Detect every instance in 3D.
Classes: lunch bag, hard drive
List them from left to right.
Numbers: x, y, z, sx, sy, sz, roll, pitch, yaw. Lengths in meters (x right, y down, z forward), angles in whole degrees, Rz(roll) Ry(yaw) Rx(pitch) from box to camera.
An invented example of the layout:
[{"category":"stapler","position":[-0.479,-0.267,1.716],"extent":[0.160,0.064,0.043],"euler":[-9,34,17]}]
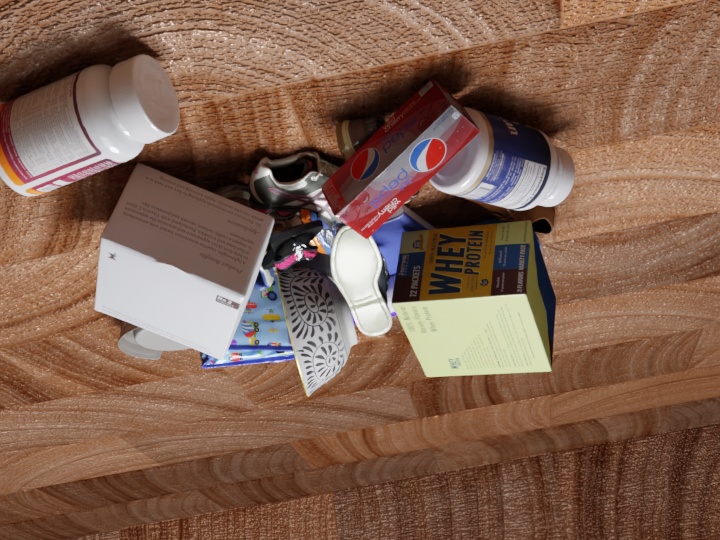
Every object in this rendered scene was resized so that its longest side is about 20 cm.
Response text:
[{"category":"lunch bag","position":[-0.154,0.063,1.908],"extent":[0.198,0.152,0.094],"euler":[-2,158,-17]},{"category":"hard drive","position":[0.050,-0.045,1.890],"extent":[0.131,0.026,0.200],"euler":[-18,157,23]}]

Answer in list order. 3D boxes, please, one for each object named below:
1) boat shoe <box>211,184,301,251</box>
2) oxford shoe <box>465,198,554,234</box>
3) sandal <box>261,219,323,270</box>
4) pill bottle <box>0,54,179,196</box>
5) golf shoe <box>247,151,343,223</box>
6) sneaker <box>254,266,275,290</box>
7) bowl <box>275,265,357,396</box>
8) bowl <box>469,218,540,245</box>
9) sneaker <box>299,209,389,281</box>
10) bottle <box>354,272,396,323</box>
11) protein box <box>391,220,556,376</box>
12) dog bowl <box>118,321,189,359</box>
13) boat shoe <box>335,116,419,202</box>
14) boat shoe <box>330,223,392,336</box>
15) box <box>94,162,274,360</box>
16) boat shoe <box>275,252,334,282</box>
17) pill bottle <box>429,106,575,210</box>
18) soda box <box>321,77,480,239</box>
[{"category":"boat shoe","position":[-0.140,-0.058,1.718],"extent":[0.075,0.073,0.199],"euler":[-23,154,32]},{"category":"oxford shoe","position":[0.219,-0.097,1.770],"extent":[0.198,0.072,0.071],"euler":[12,152,-39]},{"category":"sandal","position":[-0.090,-0.024,1.654],"extent":[0.074,0.046,0.200],"euler":[-16,169,-17]},{"category":"pill bottle","position":[-0.306,-0.162,1.344],"extent":[0.198,0.111,0.109],"euler":[-18,157,21]},{"category":"golf shoe","position":[-0.051,-0.114,1.619],"extent":[0.197,0.078,0.088],"euler":[-5,149,-14]},{"category":"sneaker","position":[-0.207,-0.021,1.763],"extent":[0.198,0.089,0.075],"euler":[8,155,-30]},{"category":"bowl","position":[-0.058,0.076,1.788],"extent":[0.093,0.203,0.201],"euler":[-13,159,-1]},{"category":"bowl","position":[0.191,-0.018,1.948],"extent":[0.198,0.040,0.201],"euler":[-17,154,-9]},{"category":"sneaker","position":[-0.009,-0.035,1.776],"extent":[0.078,0.076,0.200],"euler":[-22,138,23]},{"category":"bottle","position":[0.022,0.046,2.027],"extent":[0.198,0.084,0.066],"euler":[-18,125,23]},{"category":"protein box","position":[0.174,0.046,1.812],"extent":[0.198,0.136,0.199],"euler":[-5,141,19]},{"category":"dog bowl","position":[-0.309,0.090,2.042],"extent":[0.197,0.059,0.200],"euler":[-8,159,-3]},{"category":"boat shoe","position":[0.037,-0.141,1.583],"extent":[0.064,0.074,0.200],"euler":[-13,159,24]},{"category":"boat shoe","position":[0.002,0.000,1.718],"extent":[0.074,0.066,0.201],"euler":[-17,128,8]},{"category":"box","position":[-0.237,-0.008,1.612],"extent":[0.197,0.132,0.200],"euler":[22,148,-3]},{"category":"boat shoe","position":[-0.062,-0.001,1.900],"extent":[0.059,0.073,0.199],"euler":[-19,153,40]},{"category":"pill bottle","position":[0.188,-0.141,1.591],"extent":[0.199,0.112,0.111],"euler":[10,152,-40]},{"category":"soda box","position":[0.047,-0.136,1.495],"extent":[0.200,0.064,0.070],"euler":[-43,135,14]}]
